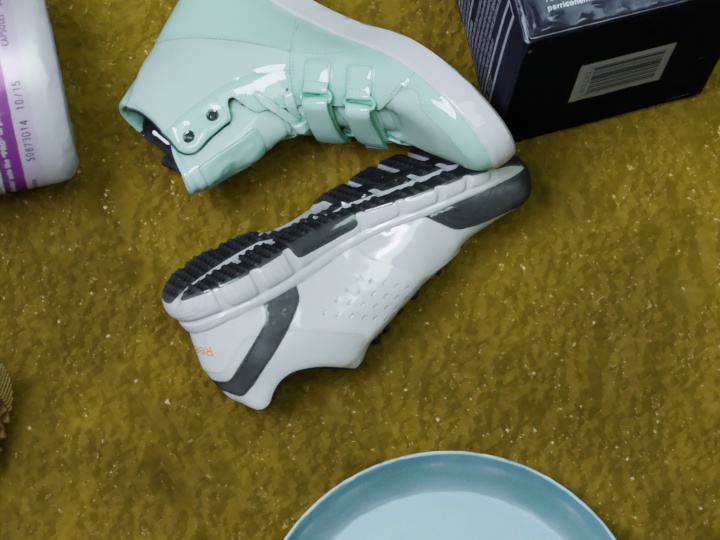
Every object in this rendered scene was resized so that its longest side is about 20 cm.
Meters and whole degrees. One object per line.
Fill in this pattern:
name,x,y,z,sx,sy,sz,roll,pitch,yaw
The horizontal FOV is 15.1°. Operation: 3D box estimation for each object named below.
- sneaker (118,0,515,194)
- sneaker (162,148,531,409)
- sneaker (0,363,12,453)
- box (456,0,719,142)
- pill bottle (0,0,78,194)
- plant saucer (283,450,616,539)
sneaker,-0.026,-0.069,1.357,0.200,0.074,0.118,27,73,26
sneaker,0.000,0.000,1.371,0.200,0.074,0.080,-26,109,-11
sneaker,-0.245,0.126,1.331,0.090,0.075,0.200,18,77,17
box,0.103,-0.191,1.337,0.123,0.200,0.199,-15,80,-5
pill bottle,-0.247,-0.081,1.346,0.200,0.112,0.112,-12,79,-5
plant saucer,0.044,0.190,1.346,0.200,0.027,0.200,1,79,-3
